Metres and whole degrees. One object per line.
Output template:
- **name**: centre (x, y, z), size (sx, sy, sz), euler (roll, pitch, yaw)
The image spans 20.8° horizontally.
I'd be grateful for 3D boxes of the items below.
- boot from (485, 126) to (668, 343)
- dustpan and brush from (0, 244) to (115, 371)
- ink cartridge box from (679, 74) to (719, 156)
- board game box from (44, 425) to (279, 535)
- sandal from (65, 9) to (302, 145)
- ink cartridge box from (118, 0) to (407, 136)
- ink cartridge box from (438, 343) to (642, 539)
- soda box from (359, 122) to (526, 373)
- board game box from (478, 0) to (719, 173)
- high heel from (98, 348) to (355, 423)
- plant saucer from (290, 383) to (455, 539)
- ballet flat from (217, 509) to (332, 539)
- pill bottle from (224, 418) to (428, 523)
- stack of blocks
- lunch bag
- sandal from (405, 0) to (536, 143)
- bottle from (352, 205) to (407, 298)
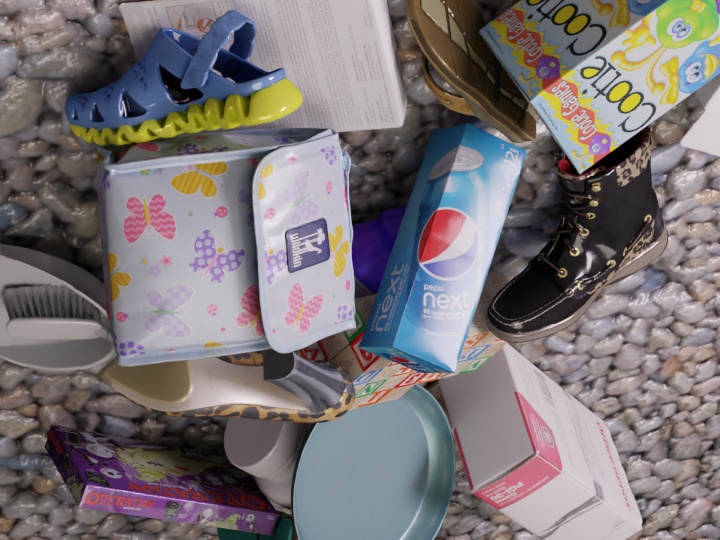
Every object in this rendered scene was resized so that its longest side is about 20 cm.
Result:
- **boot**: centre (0.187, -0.037, 1.722), size (0.200, 0.073, 0.151), euler (-30, 138, -17)
- **dustpan and brush**: centre (-0.231, 0.045, 1.670), size (0.199, 0.057, 0.140), euler (3, 138, -2)
- **ink cartridge box**: centre (0.352, -0.187, 1.648), size (0.117, 0.067, 0.200), euler (12, 129, -29)
- **board game box**: centre (-0.186, 0.197, 1.836), size (0.199, 0.120, 0.032), euler (13, 111, -30)
- **sandal**: centre (-0.141, -0.147, 1.509), size (0.199, 0.079, 0.087), euler (-9, 102, 23)
- **ink cartridge box**: centre (-0.073, -0.176, 1.550), size (0.199, 0.050, 0.161), euler (-3, 139, 11)
- **ink cartridge box**: centre (0.177, 0.181, 1.918), size (0.083, 0.147, 0.200), euler (-34, 135, 19)
- **soda box**: centre (0.069, -0.018, 1.636), size (0.064, 0.201, 0.068), euler (23, 168, -22)
- **board game box**: centre (0.215, -0.191, 1.550), size (0.200, 0.103, 0.105), euler (-36, 136, 7)
- **high heel**: centre (-0.109, 0.101, 1.650), size (0.199, 0.072, 0.142), euler (-3, 162, 26)
- **plant saucer**: centre (0.008, 0.196, 1.825), size (0.200, 0.027, 0.201), euler (-9, 104, -40)
- **ballet flat**: centre (-0.079, 0.262, 1.904), size (0.069, 0.070, 0.200), euler (7, 176, -24)
- **pill bottle**: centre (-0.033, 0.185, 1.879), size (0.111, 0.112, 0.200), euler (-38, 134, 22)
- **stack of blocks**: centre (0.043, 0.066, 1.758), size (0.199, 0.059, 0.115), euler (-10, 155, -44)
- **lunch bag**: centre (-0.103, -0.024, 1.549), size (0.199, 0.127, 0.170), euler (-4, 106, -12)
- **sandal**: centre (0.083, -0.162, 1.591), size (0.054, 0.081, 0.200), euler (-10, 149, 29)
- **bottle**: centre (0.000, 0.000, 1.728), size (0.200, 0.065, 0.083), euler (-34, 145, 17)
